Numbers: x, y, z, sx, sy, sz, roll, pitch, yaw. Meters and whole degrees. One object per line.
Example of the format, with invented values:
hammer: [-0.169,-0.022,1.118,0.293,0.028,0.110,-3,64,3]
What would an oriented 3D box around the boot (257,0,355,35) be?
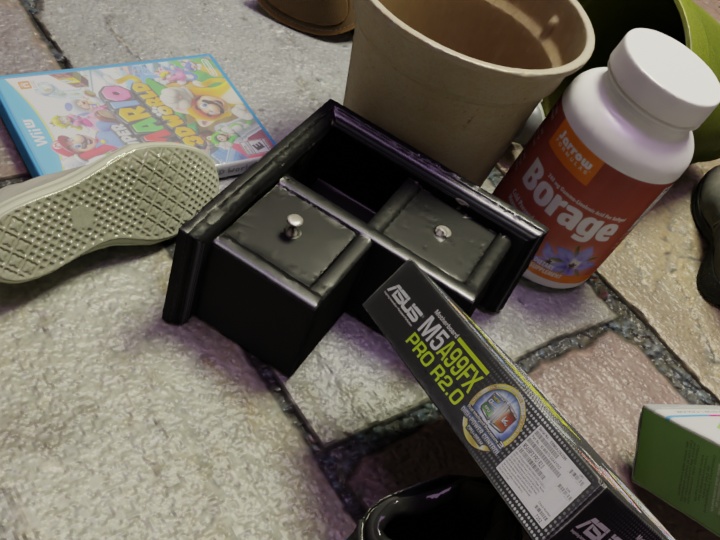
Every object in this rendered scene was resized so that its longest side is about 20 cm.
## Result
boot: [-0.006,-0.315,0.963,0.198,0.077,0.156,-2,31,5]

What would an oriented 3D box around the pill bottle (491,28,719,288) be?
pill bottle: [0.190,-0.087,0.720,0.111,0.201,0.113,15,45,-16]

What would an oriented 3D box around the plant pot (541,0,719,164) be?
plant pot: [0.291,-0.179,0.884,0.192,0.201,0.201,1,46,-37]

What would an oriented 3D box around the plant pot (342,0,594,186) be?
plant pot: [0.062,-0.149,0.748,0.199,0.184,0.202,12,44,-12]

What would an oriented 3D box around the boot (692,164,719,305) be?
boot: [0.372,-0.066,0.832,0.067,0.131,0.201,22,43,0]

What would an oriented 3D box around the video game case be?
video game case: [-0.182,-0.121,0.741,0.199,0.018,0.144,-16,56,-33]

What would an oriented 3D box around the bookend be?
bookend: [0.000,0.000,0.643,0.198,0.092,0.200,32,45,10]

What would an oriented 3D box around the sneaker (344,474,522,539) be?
sneaker: [0.082,0.171,0.497,0.198,0.112,0.077,13,44,-11]

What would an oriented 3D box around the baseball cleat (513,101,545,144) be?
baseball cleat: [0.096,-0.183,0.891,0.106,0.070,0.200,-14,44,-24]

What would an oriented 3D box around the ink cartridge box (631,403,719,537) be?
ink cartridge box: [0.275,0.142,0.565,0.103,0.060,0.200,4,9,-20]

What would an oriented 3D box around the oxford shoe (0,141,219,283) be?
oxford shoe: [-0.186,-0.046,0.637,0.057,0.076,0.199,9,27,43]

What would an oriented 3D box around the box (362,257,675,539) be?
box: [0.098,0.097,0.524,0.160,0.044,0.200,41,7,-40]
